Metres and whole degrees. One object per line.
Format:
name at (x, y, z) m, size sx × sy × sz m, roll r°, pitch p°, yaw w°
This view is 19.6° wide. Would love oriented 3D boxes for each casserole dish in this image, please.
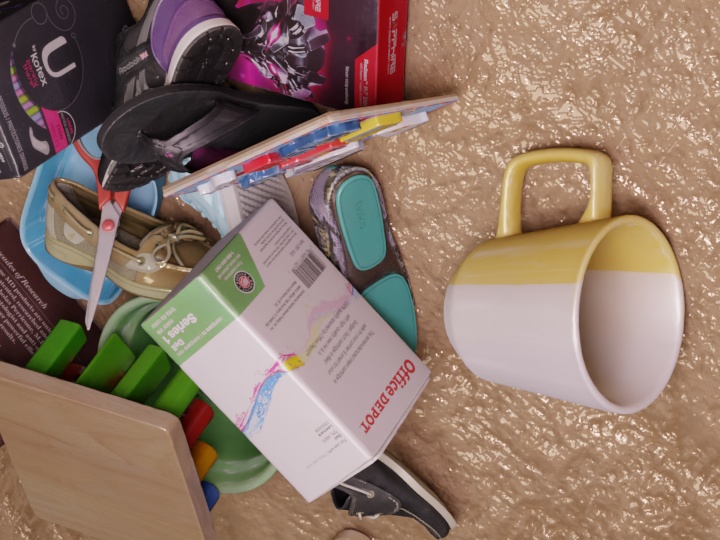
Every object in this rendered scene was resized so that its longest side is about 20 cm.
casserole dish at (-0.237, -0.058, 1.873) m, size 0.121 × 0.039 × 0.200 m, roll 35°, pitch 131°, yaw 10°

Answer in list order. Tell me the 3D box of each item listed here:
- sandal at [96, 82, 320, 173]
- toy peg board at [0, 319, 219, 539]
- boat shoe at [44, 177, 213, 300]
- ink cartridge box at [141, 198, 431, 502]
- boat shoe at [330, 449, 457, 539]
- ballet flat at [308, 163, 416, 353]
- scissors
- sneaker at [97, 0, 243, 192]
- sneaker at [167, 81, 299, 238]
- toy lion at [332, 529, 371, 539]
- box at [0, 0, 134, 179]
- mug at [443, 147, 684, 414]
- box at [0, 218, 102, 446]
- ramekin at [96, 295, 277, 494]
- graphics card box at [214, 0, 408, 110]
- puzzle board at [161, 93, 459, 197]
sandal at (-0.113, -0.109, 1.662) m, size 0.048 × 0.200 × 0.075 m, roll 57°, pitch 137°, yaw 37°
toy peg board at (-0.205, 0.146, 1.825) m, size 0.200 × 0.098 × 0.199 m, roll 15°, pitch 140°, yaw 26°
boat shoe at (-0.192, -0.027, 1.795) m, size 0.200 × 0.073 × 0.063 m, roll 20°, pitch 122°, yaw 33°
ink cartridge box at (-0.056, 0.064, 1.669) m, size 0.200 × 0.145 × 0.084 m, roll 47°, pitch 124°, yaw -6°
boat shoe at (0.005, 0.181, 1.801) m, size 0.200 × 0.068 × 0.072 m, roll 39°, pitch 180°, yaw -33°
ballet flat at (0.000, 0.000, 1.748) m, size 0.072 × 0.072 × 0.201 m, roll 3°, pitch 118°, yaw 31°
scissors at (-0.206, -0.049, 1.769) m, size 0.073 × 0.200 × 0.014 m, roll -5°, pitch 163°, yaw 0°
sneaker at (-0.167, -0.154, 1.694) m, size 0.088 × 0.076 × 0.200 m, roll 54°, pitch 129°, yaw 25°
sneaker at (-0.117, -0.071, 1.773) m, size 0.082 × 0.074 × 0.200 m, roll -16°, pitch 98°, yaw 44°
toy lion at (0.005, 0.348, 1.954) m, size 0.192 × 0.069 × 0.200 m, roll 45°, pitch 132°, yaw -9°
box at (-0.279, -0.164, 1.728) m, size 0.106 × 0.200 × 0.122 m, roll -5°, pitch 114°, yaw 35°
mug at (0.155, 0.017, 1.627) m, size 0.153 × 0.187 × 0.149 m, roll 1°, pitch 150°, yaw 42°
box at (-0.376, 0.091, 1.944) m, size 0.164 × 0.200 × 0.166 m, roll 50°, pitch 131°, yaw -3°
ramekin at (-0.126, 0.089, 1.850) m, size 0.200 × 0.098 × 0.200 m, roll 16°, pitch 125°, yaw 25°
graphics card box at (-0.059, -0.206, 1.663) m, size 0.200 × 0.051 × 0.126 m, roll 19°, pitch 127°, yaw 24°
puzzle board at (-0.039, -0.095, 1.630) m, size 0.200 × 0.151 × 0.017 m, roll -20°, pitch 85°, yaw 43°
